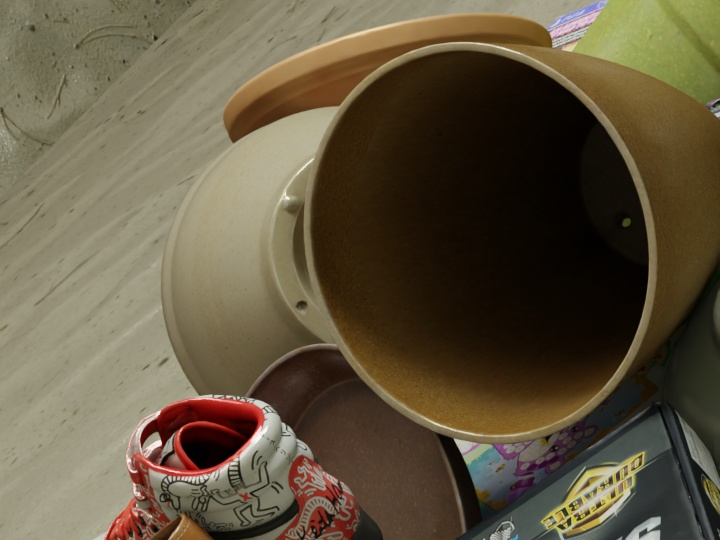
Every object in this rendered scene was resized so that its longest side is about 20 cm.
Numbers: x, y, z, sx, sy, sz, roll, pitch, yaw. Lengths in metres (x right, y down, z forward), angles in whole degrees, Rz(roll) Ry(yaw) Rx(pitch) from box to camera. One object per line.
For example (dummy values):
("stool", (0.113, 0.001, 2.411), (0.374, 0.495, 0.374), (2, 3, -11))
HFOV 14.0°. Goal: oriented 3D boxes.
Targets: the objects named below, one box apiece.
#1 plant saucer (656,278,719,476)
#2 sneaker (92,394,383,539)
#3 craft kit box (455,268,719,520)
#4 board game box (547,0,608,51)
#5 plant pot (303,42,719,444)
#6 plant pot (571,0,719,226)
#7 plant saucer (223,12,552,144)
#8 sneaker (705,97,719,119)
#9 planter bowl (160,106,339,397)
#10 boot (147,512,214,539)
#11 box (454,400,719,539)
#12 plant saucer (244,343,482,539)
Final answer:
("plant saucer", (0.221, 0.021, 1.361), (0.200, 0.050, 0.200), (-25, 30, 15))
("sneaker", (-0.091, 0.114, 1.440), (0.201, 0.108, 0.067), (-10, 39, 42))
("craft kit box", (0.121, 0.075, 1.472), (0.200, 0.049, 0.197), (-43, 32, -18))
("board game box", (0.145, -0.092, 1.968), (0.200, 0.097, 0.159), (-45, 14, -28))
("plant pot", (0.104, -0.030, 1.419), (0.186, 0.187, 0.200), (-30, -6, 34))
("plant pot", (0.190, -0.094, 1.702), (0.184, 0.200, 0.200), (-45, 9, 21))
("plant saucer", (0.020, -0.098, 1.726), (0.200, 0.038, 0.200), (-13, -13, -3))
("sneaker", (0.238, -0.073, 1.556), (0.200, 0.075, 0.081), (-15, -32, -14))
("planter bowl", (0.000, 0.000, 1.574), (0.200, 0.200, 0.135), (-42, 0, -14))
("boot", (-0.096, 0.225, 1.391), (0.200, 0.155, 0.074), (-46, 14, -4))
("box", (0.080, 0.166, 1.285), (0.200, 0.046, 0.159), (-35, 29, 15))
("plant saucer", (0.000, 0.135, 1.457), (0.034, 0.201, 0.200), (-5, -11, -38))
